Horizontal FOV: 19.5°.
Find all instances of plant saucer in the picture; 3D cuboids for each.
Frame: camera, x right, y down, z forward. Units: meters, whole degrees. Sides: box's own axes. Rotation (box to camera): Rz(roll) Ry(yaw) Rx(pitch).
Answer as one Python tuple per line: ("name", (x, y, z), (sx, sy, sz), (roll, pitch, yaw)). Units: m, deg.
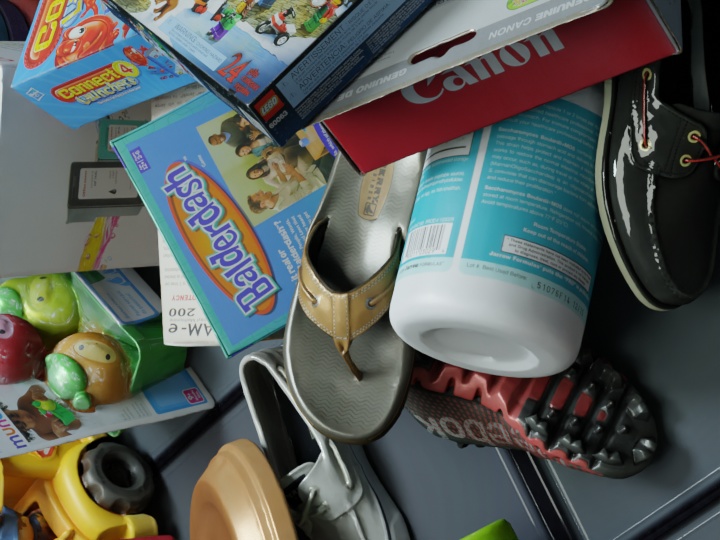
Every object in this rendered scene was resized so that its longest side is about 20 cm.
("plant saucer", (-0.077, 0.215, 1.412), (0.200, 0.037, 0.200), (170, 90, -72))

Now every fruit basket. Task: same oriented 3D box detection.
("fruit basket", (-0.228, 0.052, 1.493), (0.185, 0.200, 0.094), (45, 124, 34))

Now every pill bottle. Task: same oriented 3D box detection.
("pill bottle", (0.090, -0.047, 1.207), (0.111, 0.111, 0.200), (-4, 65, 45))

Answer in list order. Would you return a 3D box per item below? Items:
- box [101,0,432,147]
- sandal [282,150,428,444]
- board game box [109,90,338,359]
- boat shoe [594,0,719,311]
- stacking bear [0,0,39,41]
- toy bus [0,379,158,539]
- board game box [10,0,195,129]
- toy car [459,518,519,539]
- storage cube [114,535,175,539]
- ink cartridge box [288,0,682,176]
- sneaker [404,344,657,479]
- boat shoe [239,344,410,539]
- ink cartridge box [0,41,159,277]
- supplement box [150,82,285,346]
("box", (-0.053, -0.163, 1.148), (0.137, 0.038, 0.200), (-45, 43, -5))
("sandal", (0.000, 0.000, 1.225), (0.082, 0.055, 0.200), (13, 85, 15))
("board game box", (-0.030, -0.059, 1.288), (0.200, 0.045, 0.152), (-28, 90, -2))
("boat shoe", (0.176, -0.078, 1.172), (0.063, 0.074, 0.202), (-3, 87, 53))
("stacking bear", (-0.334, -0.158, 1.579), (0.121, 0.200, 0.114), (7, 98, 44))
("toy bus", (-0.273, 0.157, 1.554), (0.136, 0.192, 0.200), (-49, 62, 33))
("board game box", (-0.118, -0.207, 1.328), (0.196, 0.056, 0.200), (-15, 52, 44))
("toy car", (0.037, 0.272, 1.299), (0.200, 0.158, 0.164), (-37, 77, 52))
("storage cube", (-0.197, 0.304, 1.448), (0.171, 0.180, 0.200), (-130, 42, -57))
("ink cartridge box", (0.067, -0.137, 1.138), (0.200, 0.084, 0.176), (-20, 39, 25))
("sneaker", (0.089, 0.075, 1.273), (0.200, 0.071, 0.098), (25, 156, 18))
("boat shoe", (-0.027, 0.141, 1.396), (0.072, 0.066, 0.200), (-29, 73, 42))
("ink cartridge box", (-0.219, -0.082, 1.472), (0.147, 0.200, 0.146), (15, 104, 43))
("supplement box", (-0.067, -0.054, 1.377), (0.074, 0.126, 0.200), (-2, 91, 45))
